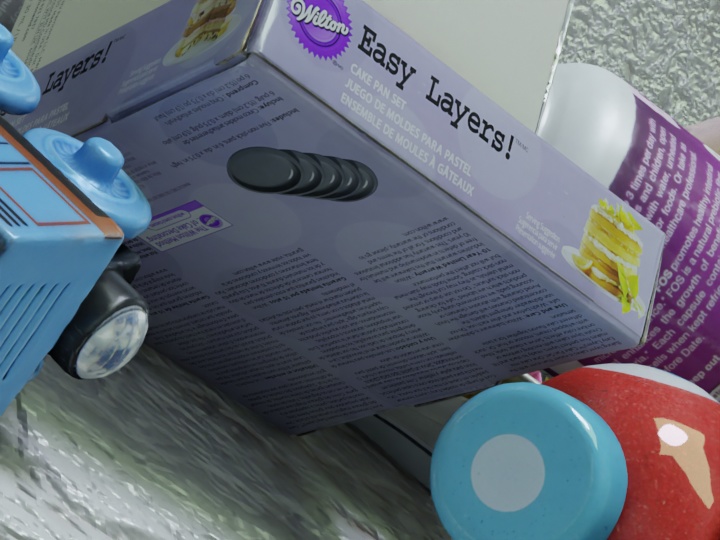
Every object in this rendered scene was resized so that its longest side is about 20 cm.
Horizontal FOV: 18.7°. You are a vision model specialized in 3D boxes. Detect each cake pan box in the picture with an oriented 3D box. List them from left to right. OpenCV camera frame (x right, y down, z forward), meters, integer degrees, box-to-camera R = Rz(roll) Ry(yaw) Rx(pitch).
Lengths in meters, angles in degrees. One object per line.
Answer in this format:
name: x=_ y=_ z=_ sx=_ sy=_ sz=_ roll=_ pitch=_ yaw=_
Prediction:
cake pan box: x=-0.027 y=-0.015 z=0.756 sx=0.184 sy=0.052 sz=0.200 roll=35 pitch=-34 yaw=-28

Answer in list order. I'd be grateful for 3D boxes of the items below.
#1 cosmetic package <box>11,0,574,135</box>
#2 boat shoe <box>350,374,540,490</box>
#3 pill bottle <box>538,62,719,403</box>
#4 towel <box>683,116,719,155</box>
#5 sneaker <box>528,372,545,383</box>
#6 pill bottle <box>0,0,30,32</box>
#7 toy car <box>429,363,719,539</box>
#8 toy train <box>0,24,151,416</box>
cosmetic package: x=-0.035 y=-0.074 z=0.783 sx=0.105 sy=0.071 sz=0.200 roll=36 pitch=-34 yaw=-31
boat shoe: x=0.015 y=0.023 z=0.909 sx=0.202 sy=0.086 sz=0.075 roll=39 pitch=33 yaw=-22
pill bottle: x=0.095 y=-0.011 z=0.854 sx=0.200 sy=0.112 sz=0.112 roll=35 pitch=10 yaw=-20
towel: x=0.203 y=-0.005 z=1.316 sx=0.032 sy=0.200 sz=0.191 roll=-86 pitch=157 yaw=-54
sneaker: x=0.038 y=-0.006 z=0.993 sx=0.095 sy=0.079 sz=0.200 roll=-71 pitch=144 yaw=-49
pill bottle: x=-0.126 y=-0.104 z=0.914 sx=0.200 sy=0.114 sz=0.114 roll=35 pitch=10 yaw=-29
toy car: x=0.157 y=0.090 z=0.738 sx=0.177 sy=0.200 sz=0.184 roll=68 pitch=15 yaw=18
toy train: x=-0.147 y=-0.040 z=0.628 sx=0.200 sy=0.087 sz=0.114 roll=43 pitch=16 yaw=18
